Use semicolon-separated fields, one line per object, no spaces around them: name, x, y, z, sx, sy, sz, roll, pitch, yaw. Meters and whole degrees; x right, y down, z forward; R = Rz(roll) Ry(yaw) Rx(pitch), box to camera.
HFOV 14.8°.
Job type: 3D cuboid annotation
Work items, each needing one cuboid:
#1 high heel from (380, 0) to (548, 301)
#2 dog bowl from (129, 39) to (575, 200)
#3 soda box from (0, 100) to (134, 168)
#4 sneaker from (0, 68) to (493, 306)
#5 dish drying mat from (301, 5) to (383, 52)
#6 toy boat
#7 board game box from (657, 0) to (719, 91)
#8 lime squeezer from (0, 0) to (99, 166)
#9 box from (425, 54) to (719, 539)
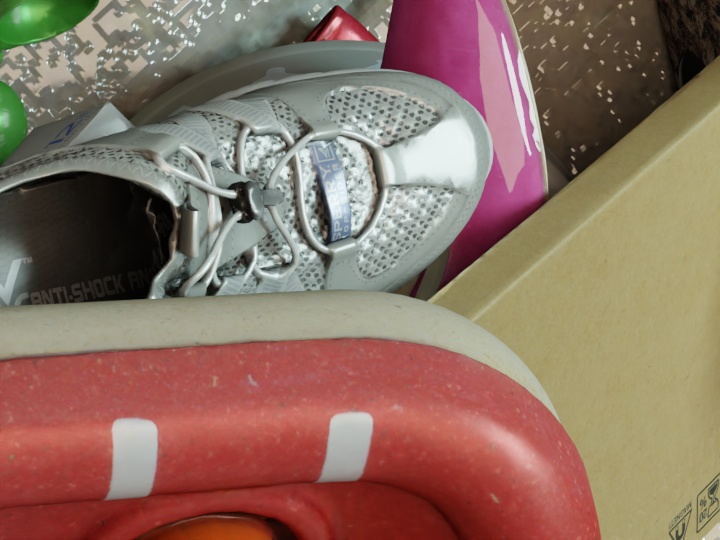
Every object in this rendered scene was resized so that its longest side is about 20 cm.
high heel;0.000;0.000;0.824;0.096;0.067;0.201;-10;115;-21
dog bowl;-0.004;0.027;0.891;0.199;0.059;0.201;-2;100;-12
soda box;-0.119;0.047;0.775;0.068;0.063;0.200;45;68;-16
sneaker;-0.045;-0.005;0.734;0.200;0.082;0.075;-21;93;-25
dish drying mat;0.042;0.003;0.938;0.200;0.018;0.077;40;86;-16
toy boat;-0.035;0.086;0.679;0.199;0.131;0.131;-3;53;-17
board game box;0.175;-0.076;0.903;0.097;0.159;0.201;-16;98;-16
lime squeezer;-0.099;-0.053;0.874;0.071;0.038;0.200;34;87;3
box;0.075;0.039;0.845;0.200;0.021;0.164;-38;136;-41
